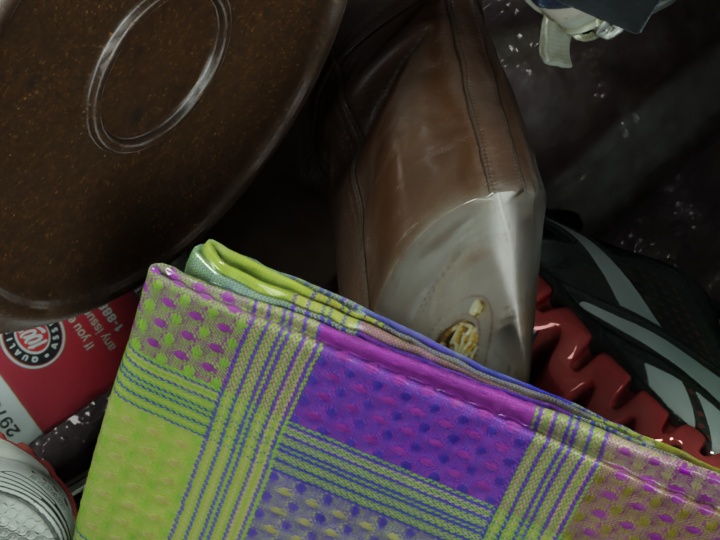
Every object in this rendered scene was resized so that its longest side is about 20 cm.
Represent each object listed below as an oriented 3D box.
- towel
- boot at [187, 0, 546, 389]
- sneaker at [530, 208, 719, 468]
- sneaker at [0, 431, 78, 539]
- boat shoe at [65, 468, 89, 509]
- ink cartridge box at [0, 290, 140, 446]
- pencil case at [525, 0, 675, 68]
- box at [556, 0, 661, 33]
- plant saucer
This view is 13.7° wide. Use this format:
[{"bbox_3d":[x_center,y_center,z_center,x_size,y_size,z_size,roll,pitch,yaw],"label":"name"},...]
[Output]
[{"bbox_3d":[0.024,0.076,0.809,0.199,0.023,0.144,22,134,1],"label":"towel"},{"bbox_3d":[0.000,0.000,0.876,0.064,0.200,0.187,8,127,-17],"label":"boot"},{"bbox_3d":[0.096,0.052,0.953,0.098,0.200,0.071,-29,157,-44],"label":"sneaker"},{"bbox_3d":[-0.172,0.099,0.837,0.199,0.082,0.078,-14,118,-17],"label":"sneaker"},{"bbox_3d":[-0.077,0.107,0.973,0.200,0.062,0.075,-41,123,18],"label":"boat shoe"},{"bbox_3d":[-0.183,0.016,0.892,0.200,0.083,0.146,-36,122,-5],"label":"ink cartridge box"},{"bbox_3d":[0.132,-0.136,0.912,0.199,0.078,0.090,-20,87,20],"label":"pencil case"},{"bbox_3d":[0.093,-0.189,0.817,0.044,0.200,0.160,19,132,-13],"label":"box"},{"bbox_3d":[-0.063,-0.061,0.799,0.200,0.034,0.201,-41,151,-28],"label":"plant saucer"}]
